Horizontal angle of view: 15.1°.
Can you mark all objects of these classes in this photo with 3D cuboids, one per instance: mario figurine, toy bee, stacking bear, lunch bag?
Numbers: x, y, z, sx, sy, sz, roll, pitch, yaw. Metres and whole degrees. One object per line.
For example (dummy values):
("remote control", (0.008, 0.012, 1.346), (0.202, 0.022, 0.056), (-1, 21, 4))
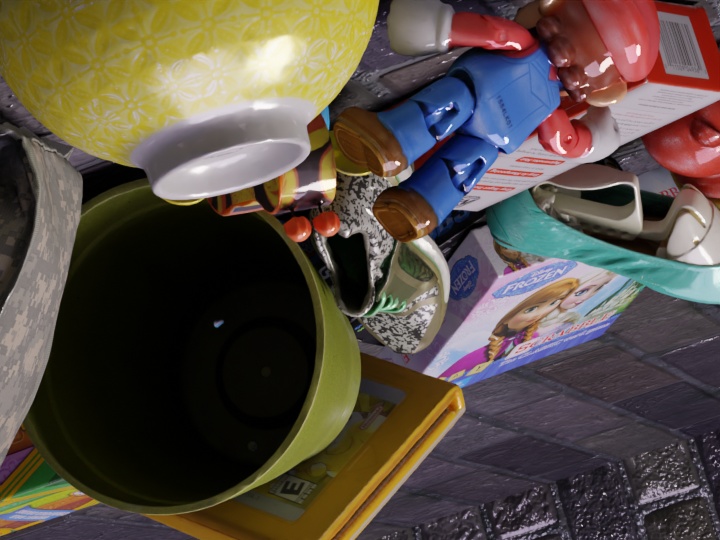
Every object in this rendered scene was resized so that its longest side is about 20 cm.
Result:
("mario figurine", (0.076, -0.101, 1.488), (0.200, 0.106, 0.123), (-35, 152, -18))
("toy bee", (-0.052, -0.060, 1.505), (0.131, 0.109, 0.200), (-14, 168, 0))
("stacking bear", (0.251, -0.083, 1.785), (0.114, 0.121, 0.200), (-54, 144, 9))
("lunch bag", (-0.222, 0.011, 1.470), (0.118, 0.200, 0.164), (24, 178, 5))

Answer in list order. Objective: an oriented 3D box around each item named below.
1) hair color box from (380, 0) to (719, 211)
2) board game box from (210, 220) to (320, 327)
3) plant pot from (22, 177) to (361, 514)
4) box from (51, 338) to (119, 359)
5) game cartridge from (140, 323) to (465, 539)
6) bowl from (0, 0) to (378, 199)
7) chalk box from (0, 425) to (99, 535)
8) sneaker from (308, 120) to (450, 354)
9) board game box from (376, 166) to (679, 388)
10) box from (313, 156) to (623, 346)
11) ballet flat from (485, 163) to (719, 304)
("hair color box", (0.111, -0.099, 1.646), (0.200, 0.061, 0.101), (-25, 164, 34))
("board game box", (-0.107, 0.010, 1.890), (0.152, 0.045, 0.200), (-23, 166, 28))
("plant pot", (-0.089, 0.056, 1.687), (0.200, 0.200, 0.193), (-19, 168, 14))
("box", (-0.282, 0.045, 1.727), (0.200, 0.086, 0.164), (-22, 167, 24))
("game cartridge", (-0.059, 0.111, 1.809), (0.200, 0.032, 0.176), (19, -129, 34))
("bowl", (-0.075, -0.098, 1.311), (0.200, 0.108, 0.200), (-16, 167, -4))
("chalk box", (-0.282, 0.129, 2.009), (0.200, 0.124, 0.125), (-21, 166, 20))
("sneaker", (0.000, 0.000, 1.640), (0.077, 0.089, 0.200), (4, 143, 20))
("board game box", (0.126, 0.011, 1.905), (0.200, 0.041, 0.200), (-19, 159, -31))
("box", (0.077, -0.018, 1.893), (0.200, 0.050, 0.198), (-36, 162, 19))
("ballet flat", (0.181, -0.028, 1.741), (0.200, 0.067, 0.070), (13, 141, -4))
